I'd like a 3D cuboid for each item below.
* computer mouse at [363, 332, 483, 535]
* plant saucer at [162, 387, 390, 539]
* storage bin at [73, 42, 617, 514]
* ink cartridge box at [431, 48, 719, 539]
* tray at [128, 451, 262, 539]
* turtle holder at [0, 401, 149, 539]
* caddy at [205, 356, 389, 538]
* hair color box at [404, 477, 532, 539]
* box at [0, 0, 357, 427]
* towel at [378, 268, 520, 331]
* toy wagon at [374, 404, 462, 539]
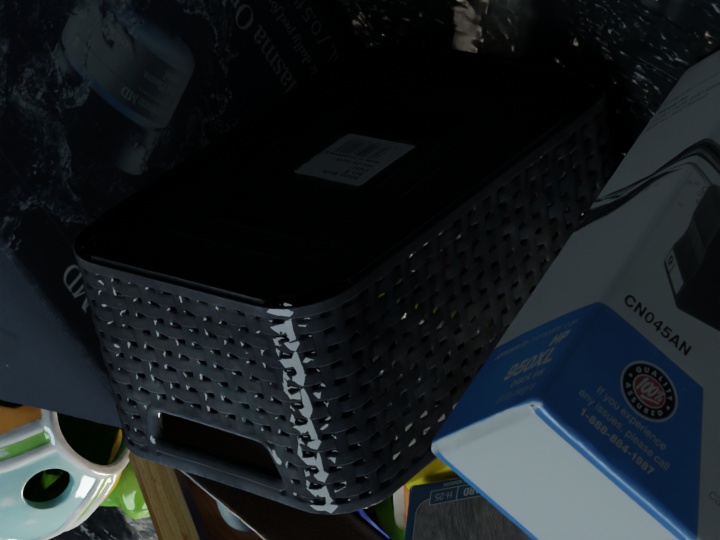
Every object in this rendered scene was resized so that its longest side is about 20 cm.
[{"bbox_3d":[0.039,0.079,1.193,0.140,0.046,0.200,-9,141,43],"label":"computer mouse"},{"bbox_3d":[-0.038,0.098,1.183,0.200,0.035,0.200,39,177,2],"label":"plant saucer"},{"bbox_3d":[0.001,-0.004,1.063,0.135,0.200,0.094,13,128,39],"label":"storage bin"},{"bbox_3d":[0.143,0.027,0.963,0.145,0.200,0.084,41,152,-10],"label":"ink cartridge box"},{"bbox_3d":[-0.060,0.147,1.447,0.098,0.037,0.200,20,-164,-22],"label":"tray"},{"bbox_3d":[-0.196,0.106,1.588,0.132,0.141,0.186,-10,122,34],"label":"turtle holder"},{"bbox_3d":[-0.042,0.082,1.357,0.141,0.105,0.200,23,163,19],"label":"caddy"},{"bbox_3d":[0.104,0.155,1.102,0.100,0.061,0.200,-12,139,25],"label":"hair color box"},{"bbox_3d":[-0.119,-0.075,1.115,0.117,0.200,0.197,10,144,43],"label":"box"},{"bbox_3d":[0.000,0.000,1.244,0.086,0.018,0.200,24,174,-40],"label":"towel"},{"bbox_3d":[0.109,0.107,1.120,0.200,0.040,0.155,34,139,-29],"label":"toy wagon"}]
